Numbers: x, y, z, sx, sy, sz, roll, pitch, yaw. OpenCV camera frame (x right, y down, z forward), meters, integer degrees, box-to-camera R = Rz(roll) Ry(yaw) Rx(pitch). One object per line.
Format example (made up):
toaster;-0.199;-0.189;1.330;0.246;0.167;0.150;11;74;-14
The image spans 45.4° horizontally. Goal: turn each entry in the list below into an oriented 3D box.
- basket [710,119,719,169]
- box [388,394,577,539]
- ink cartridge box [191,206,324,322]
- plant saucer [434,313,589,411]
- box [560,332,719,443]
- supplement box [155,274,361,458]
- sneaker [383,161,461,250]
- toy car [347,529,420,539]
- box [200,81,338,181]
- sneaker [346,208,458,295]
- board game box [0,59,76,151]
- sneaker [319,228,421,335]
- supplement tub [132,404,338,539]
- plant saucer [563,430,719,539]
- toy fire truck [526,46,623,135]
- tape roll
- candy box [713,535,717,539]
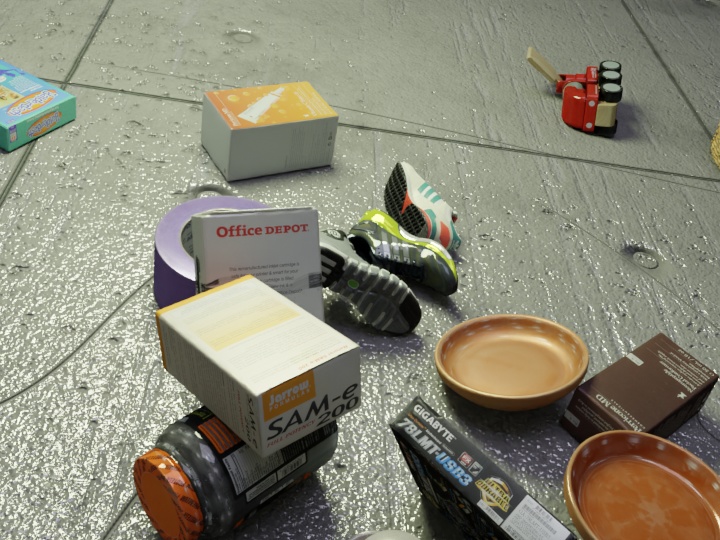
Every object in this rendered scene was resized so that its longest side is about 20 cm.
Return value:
basket;0.790;-0.260;1.695;0.139;0.151;0.202;6;39;-8
box;0.124;0.238;0.852;0.049;0.201;0.198;-40;57;-14
ink cartridge box;-0.122;0.027;1.032;0.141;0.205;0.083;-5;7;-21
plant saucer;0.193;0.120;1.108;0.195;0.038;0.201;-5;26;2
box;0.360;0.166;1.107;0.198;0.076;0.100;-24;51;-35
supplement box;-0.106;0.089;0.874;0.124;0.075;0.199;-21;34;-33
sneaker;0.102;-0.097;1.380;0.092;0.071;0.201;15;32;-27
toy car;0.058;0.321;0.782;0.195;0.175;0.153;9;72;-5
box;-0.153;-0.237;1.443;0.197;0.099;0.125;-13;44;-29
sneaker;0.057;-0.013;1.258;0.198;0.075;0.081;30;50;30
board game box;-0.594;-0.279;1.416;0.197;0.046;0.152;26;40;18
sneaker;0.000;0.000;1.175;0.198;0.075;0.116;35;20;-22
supplement tub;-0.128;0.191;0.897;0.198;0.124;0.122;-26;51;-39
plant saucer;0.313;0.258;0.923;0.195;0.033;0.202;8;38;-6
toy fire truck;0.438;-0.380;1.783;0.195;0.131;0.177;6;37;12
tape roll;-0.180;-0.009;1.164;0.195;0.086;0.202;8;39;-6
candy box;0.385;0.343;0.906;0.197;0.057;0.117;26;39;19
